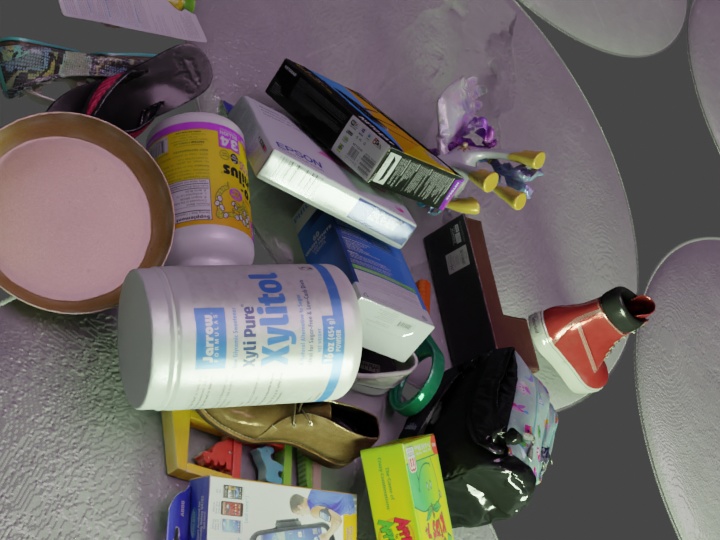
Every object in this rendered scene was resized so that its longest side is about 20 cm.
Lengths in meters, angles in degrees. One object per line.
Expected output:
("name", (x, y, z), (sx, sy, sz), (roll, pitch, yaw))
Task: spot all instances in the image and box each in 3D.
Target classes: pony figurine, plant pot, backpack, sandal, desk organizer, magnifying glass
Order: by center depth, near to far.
("plant pot", (-0.275, -0.052, 1.208), (0.200, 0.027, 0.200), (7, 71, -21))
("sandal", (-0.234, -0.164, 1.272), (0.200, 0.045, 0.075), (-34, 109, -14))
("backpack", (0.136, 0.183, 1.411), (0.127, 0.167, 0.200), (56, 35, -25))
("magnifying glass", (0.065, 0.084, 1.461), (0.022, 0.080, 0.200), (34, 35, -20))
("desk organizer", (0.147, 0.040, 1.561), (0.077, 0.072, 0.200), (11, 58, -42))
("pony figurine", (0.120, -0.134, 1.565), (0.193, 0.200, 0.167), (-26, 125, -43))

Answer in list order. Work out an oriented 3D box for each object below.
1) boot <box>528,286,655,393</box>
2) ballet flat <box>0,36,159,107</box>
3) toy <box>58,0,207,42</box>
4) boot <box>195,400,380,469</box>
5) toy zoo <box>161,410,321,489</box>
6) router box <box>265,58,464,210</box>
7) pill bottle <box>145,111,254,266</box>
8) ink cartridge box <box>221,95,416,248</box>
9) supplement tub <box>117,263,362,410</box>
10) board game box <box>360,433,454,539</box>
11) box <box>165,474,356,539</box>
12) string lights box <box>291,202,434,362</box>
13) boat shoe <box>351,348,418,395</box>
("boot", (0.311, 0.087, 1.599), (0.200, 0.144, 0.073), (42, 33, -53))
("ballet flat", (-0.283, -0.194, 1.312), (0.200, 0.074, 0.074), (-2, 67, -42))
("toy", (-0.267, -0.300, 1.398), (0.200, 0.047, 0.115), (-2, 63, -48))
("boot", (-0.069, 0.135, 1.256), (0.200, 0.075, 0.074), (23, 55, -28))
("toy zoo", (-0.122, 0.155, 1.265), (0.200, 0.020, 0.131), (23, 51, -33))
("router box", (0.004, -0.153, 1.452), (0.200, 0.051, 0.149), (44, 16, 34))
("pill bottle", (-0.162, -0.052, 1.297), (0.104, 0.104, 0.200), (15, 56, -37))
("ink cartridge box", (-0.048, -0.123, 1.428), (0.196, 0.043, 0.200), (25, 21, -30))
("supplement tub", (-0.111, 0.060, 1.177), (0.200, 0.132, 0.132), (-2, 65, -25))
("board game box", (0.056, 0.269, 1.277), (0.102, 0.048, 0.200), (4, 74, -70))
("box", (-0.090, 0.260, 1.200), (0.200, 0.041, 0.119), (15, 67, -39))
("string lights box", (0.000, 0.000, 1.400), (0.103, 0.059, 0.200), (23, 28, -32))
("boat shoe", (-0.025, 0.088, 1.366), (0.200, 0.066, 0.072), (21, 53, -34))
